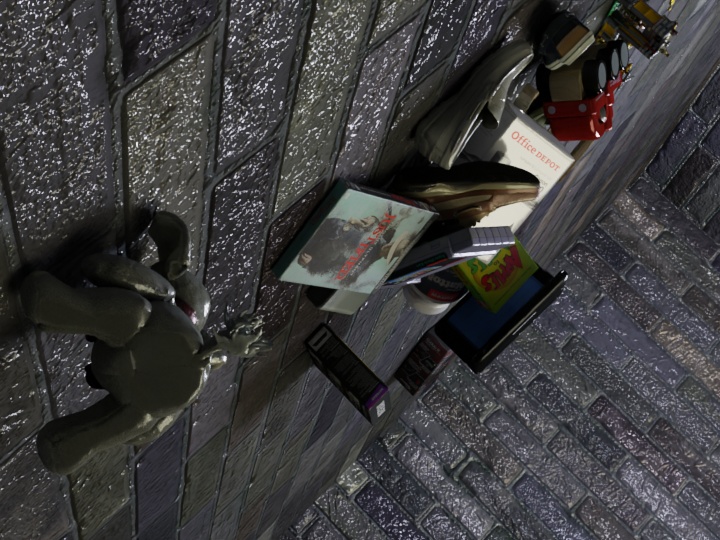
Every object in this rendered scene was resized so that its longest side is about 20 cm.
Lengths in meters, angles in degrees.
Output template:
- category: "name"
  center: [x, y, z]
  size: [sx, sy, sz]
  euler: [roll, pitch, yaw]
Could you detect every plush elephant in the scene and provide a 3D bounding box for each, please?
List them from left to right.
- category: "plush elephant"
  center: [-0.179, 0.046, 0.933]
  size: [0.196, 0.168, 0.155]
  euler: [-12, -159, -10]

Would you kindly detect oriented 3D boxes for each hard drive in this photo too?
- category: "hard drive"
  center: [0.000, 0.000, 1.634]
  size: [0.140, 0.033, 0.200]
  euler: [-49, 168, 5]

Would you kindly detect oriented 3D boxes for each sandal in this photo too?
- category: "sandal"
  center: [0.307, -0.238, 1.890]
  size: [0.080, 0.057, 0.202]
  euler: [-43, 167, -17]

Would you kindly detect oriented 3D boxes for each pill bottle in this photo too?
- category: "pill bottle"
  center: [0.140, -0.016, 1.862]
  size: [0.119, 0.119, 0.201]
  euler: [-38, 165, -33]

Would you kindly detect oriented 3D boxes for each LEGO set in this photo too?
- category: "LEGO set"
  center: [0.463, -0.384, 1.829]
  size: [0.153, 0.116, 0.201]
  euler: [-37, 165, -38]

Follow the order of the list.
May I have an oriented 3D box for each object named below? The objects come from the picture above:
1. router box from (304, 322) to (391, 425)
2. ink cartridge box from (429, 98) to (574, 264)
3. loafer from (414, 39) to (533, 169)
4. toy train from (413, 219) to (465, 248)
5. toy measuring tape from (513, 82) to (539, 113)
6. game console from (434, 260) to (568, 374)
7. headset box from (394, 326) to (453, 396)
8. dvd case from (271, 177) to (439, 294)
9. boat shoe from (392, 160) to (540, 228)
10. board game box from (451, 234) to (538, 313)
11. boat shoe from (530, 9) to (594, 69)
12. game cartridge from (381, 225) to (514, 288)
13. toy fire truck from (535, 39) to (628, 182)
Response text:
- category: "router box"
  center: [-0.017, 0.173, 1.842]
  size: [0.051, 0.149, 0.200]
  euler: [-43, 168, -8]
- category: "ink cartridge box"
  center: [0.182, -0.129, 1.589]
  size: [0.145, 0.085, 0.201]
  euler: [27, 108, -38]
- category: "loafer"
  center: [0.152, -0.208, 1.418]
  size: [0.200, 0.070, 0.070]
  euler: [-46, 168, -9]
- category: "toy train"
  center: [0.049, -0.041, 1.504]
  size: [0.197, 0.035, 0.046]
  euler: [-13, -169, -22]
- category: "toy measuring tape"
  center: [0.234, -0.221, 1.672]
  size: [0.073, 0.074, 0.201]
  euler: [-40, 166, -29]
- category: "game console"
  center: [0.216, 0.052, 1.779]
  size: [0.200, 0.116, 0.176]
  euler: [-44, 167, -4]
- category: "headset box"
  center: [0.190, 0.201, 2.824]
  size: [0.148, 0.075, 0.201]
  euler: [-30, 159, -52]
- category: "dvd case"
  center: [-0.002, -0.037, 1.389]
  size: [0.147, 0.022, 0.199]
  euler: [-51, 150, 19]
- category: "boat shoe"
  center: [0.137, -0.097, 1.490]
  size: [0.076, 0.196, 0.075]
  euler: [-107, -163, -62]
- category: "board game box"
  center: [0.175, -0.044, 1.724]
  size: [0.102, 0.201, 0.047]
  euler: [-44, -158, -11]
- category: "boat shoe"
  center: [0.268, -0.314, 1.516]
  size: [0.075, 0.062, 0.200]
  euler: [-45, -176, 10]
- category: "game cartridge"
  center: [0.095, -0.013, 1.519]
  size: [0.198, 0.039, 0.129]
  euler: [-22, 175, 34]
- category: "toy fire truck"
  center: [0.325, -0.224, 1.678]
  size: [0.176, 0.127, 0.203]
  euler: [-41, 125, -53]
